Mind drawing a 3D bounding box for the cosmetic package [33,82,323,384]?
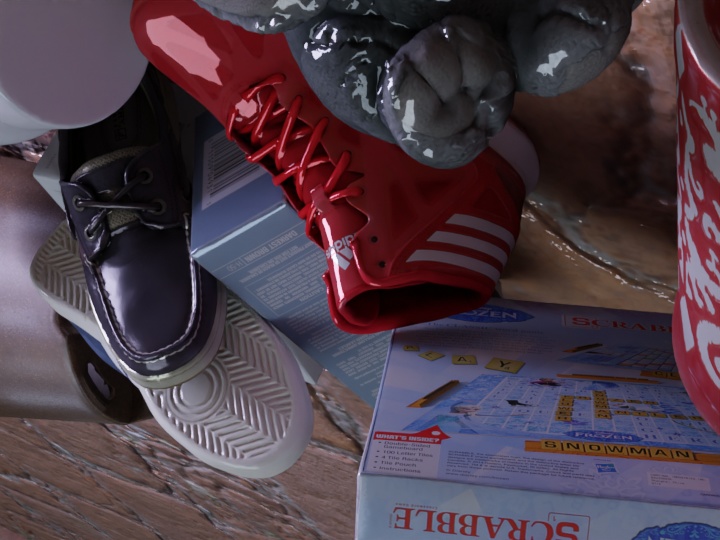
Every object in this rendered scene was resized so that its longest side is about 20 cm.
[{"bbox_3d":[-0.085,-0.022,0.946,0.113,0.081,0.200,18,160,26],"label":"cosmetic package"}]

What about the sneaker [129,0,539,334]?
[{"bbox_3d":[-0.016,-0.048,0.706,0.200,0.116,0.078,24,139,-10],"label":"sneaker"}]

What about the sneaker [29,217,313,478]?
[{"bbox_3d":[-0.084,0.043,0.848,0.200,0.075,0.085,41,175,35],"label":"sneaker"}]

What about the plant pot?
[{"bbox_3d":[-0.216,0.013,1.060,0.198,0.200,0.200,6,153,31],"label":"plant pot"}]

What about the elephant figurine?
[{"bbox_3d":[-0.007,-0.139,0.511,0.200,0.155,0.142,46,-161,-19],"label":"elephant figurine"}]

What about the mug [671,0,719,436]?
[{"bbox_3d":[0.166,-0.011,0.523,0.133,0.178,0.200,-11,146,7],"label":"mug"}]

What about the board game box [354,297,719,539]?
[{"bbox_3d":[0.106,0.067,0.677,0.200,0.041,0.200,6,-161,5],"label":"board game box"}]

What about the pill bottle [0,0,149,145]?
[{"bbox_3d":[-0.196,-0.118,0.794,0.200,0.114,0.114,7,152,46],"label":"pill bottle"}]

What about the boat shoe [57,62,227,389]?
[{"bbox_3d":[-0.115,-0.037,0.806,0.072,0.200,0.065,-18,148,10],"label":"boat shoe"}]

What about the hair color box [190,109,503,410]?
[{"bbox_3d":[0.000,0.000,0.839,0.061,0.099,0.200,-28,131,23],"label":"hair color box"}]
